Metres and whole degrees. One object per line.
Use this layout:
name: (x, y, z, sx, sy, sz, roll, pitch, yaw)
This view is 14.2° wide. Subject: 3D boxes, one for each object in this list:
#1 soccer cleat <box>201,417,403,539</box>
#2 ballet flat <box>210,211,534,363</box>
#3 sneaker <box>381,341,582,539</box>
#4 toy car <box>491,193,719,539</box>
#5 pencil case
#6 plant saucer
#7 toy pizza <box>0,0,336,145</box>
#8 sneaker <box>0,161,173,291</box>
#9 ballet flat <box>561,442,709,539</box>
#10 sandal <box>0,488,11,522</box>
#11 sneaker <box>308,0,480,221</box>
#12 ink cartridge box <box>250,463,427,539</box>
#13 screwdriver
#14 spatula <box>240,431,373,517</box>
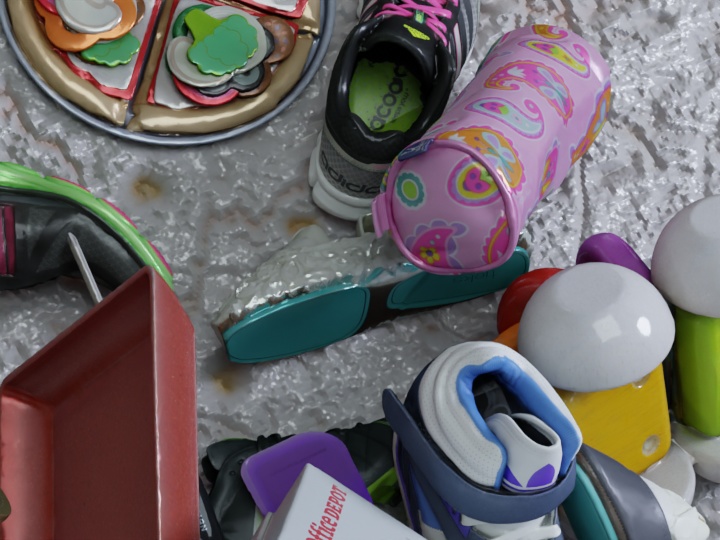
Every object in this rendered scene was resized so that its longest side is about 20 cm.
soccer cleat: (-0.035, 0.113, 1.555, 0.200, 0.068, 0.081, -32, 78, -19)
ballet flat: (0.000, 0.000, 1.612, 0.200, 0.072, 0.072, -14, 72, -23)
sneaker: (0.074, 0.134, 1.455, 0.080, 0.146, 0.200, -13, 75, -16)
toy car: (0.152, 0.042, 1.589, 0.200, 0.175, 0.150, -27, 40, -20)
pencil case: (0.075, -0.068, 1.592, 0.087, 0.087, 0.200, 36, 34, 3)
plant saucer: (-0.131, 0.123, 1.466, 0.037, 0.200, 0.200, 9, 66, -28)
toy pizza: (-0.111, -0.167, 1.668, 0.200, 0.032, 0.200, 4, 68, -11)
sneaker: (-0.198, -0.017, 1.577, 0.200, 0.077, 0.084, 20, 84, 0)
ballet flat: (0.155, 0.161, 1.528, 0.073, 0.073, 0.200, -30, 120, -21)
sandal: (-0.281, 0.090, 1.523, 0.212, 0.078, 0.070, 38, 97, 12)
sneaker: (0.027, -0.127, 1.651, 0.074, 0.087, 0.200, 23, 66, -2)
ink cartridge box: (0.012, 0.216, 1.379, 0.200, 0.145, 0.145, 33, 102, -1)
screwdriver: (-0.112, 0.067, 1.519, 0.029, 0.028, 0.200, -20, 77, 4)
spatula: (0.004, 0.174, 1.495, 0.056, 0.021, 0.200, -26, 77, -7)
